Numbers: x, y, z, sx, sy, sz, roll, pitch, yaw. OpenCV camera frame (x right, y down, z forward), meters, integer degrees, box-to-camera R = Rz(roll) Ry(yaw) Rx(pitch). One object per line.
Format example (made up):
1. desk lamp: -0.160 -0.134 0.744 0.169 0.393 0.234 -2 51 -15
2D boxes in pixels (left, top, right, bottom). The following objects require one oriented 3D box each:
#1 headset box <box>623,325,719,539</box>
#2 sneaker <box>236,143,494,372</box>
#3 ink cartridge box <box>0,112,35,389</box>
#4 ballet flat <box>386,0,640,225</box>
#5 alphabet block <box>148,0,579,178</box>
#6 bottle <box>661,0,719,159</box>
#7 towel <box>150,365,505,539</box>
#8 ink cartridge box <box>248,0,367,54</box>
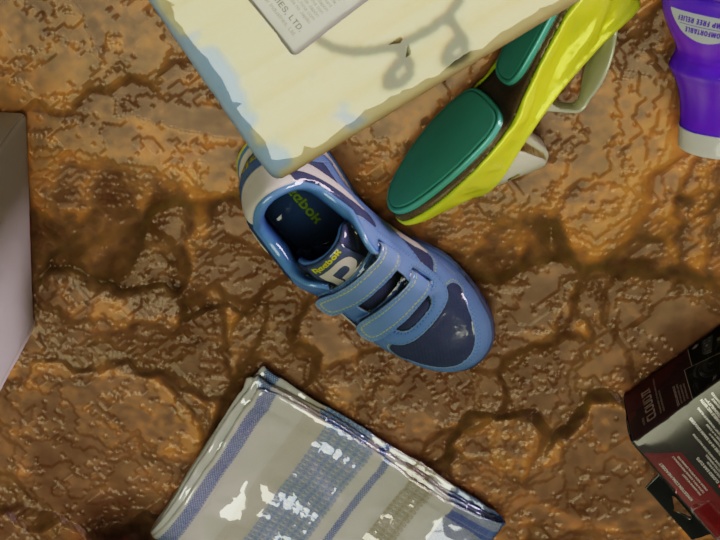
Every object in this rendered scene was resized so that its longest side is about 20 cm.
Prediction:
1. headset box: 0.273 0.099 1.277 0.200 0.077 0.149 -38 104 16
2. sneaker: 0.000 0.000 1.249 0.200 0.082 0.074 40 106 -14
3. ink cartridge box: -0.309 -0.011 1.225 0.200 0.145 0.146 2 111 3
4. ballet flat: 0.097 -0.098 1.221 0.067 0.067 0.200 25 110 -30
5. alphabet block: -0.008 -0.198 1.114 0.200 0.196 0.195 -31 108 13
6. bottle: 0.215 -0.165 1.178 0.083 0.065 0.200 20 117 36
7. towel: -0.023 0.168 1.345 0.200 0.024 0.147 32 110 -9
8. ink cartridge box: 0.009 -0.210 0.984 0.200 0.042 0.119 -35 105 17
